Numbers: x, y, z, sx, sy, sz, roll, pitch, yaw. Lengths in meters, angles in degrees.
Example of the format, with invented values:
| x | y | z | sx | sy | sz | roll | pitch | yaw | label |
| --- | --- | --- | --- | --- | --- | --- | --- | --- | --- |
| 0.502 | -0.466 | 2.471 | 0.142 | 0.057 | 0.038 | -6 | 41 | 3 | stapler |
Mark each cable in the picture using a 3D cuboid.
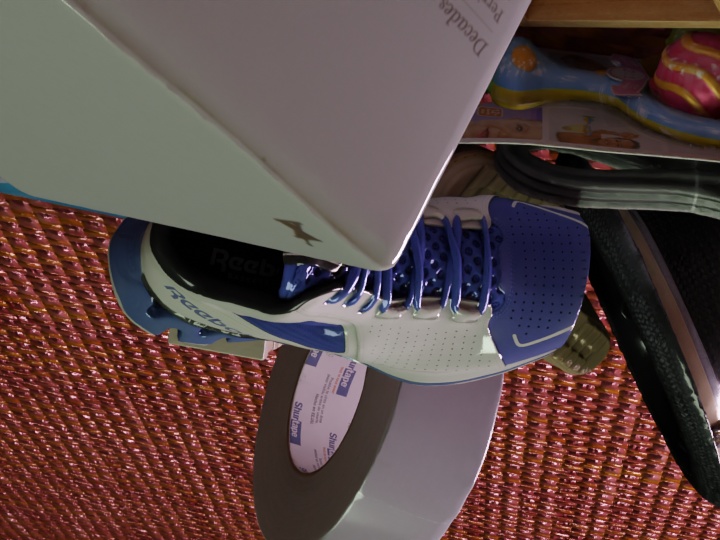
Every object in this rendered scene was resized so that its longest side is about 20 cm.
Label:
| x | y | z | sx | sy | sz | roll | pitch | yaw | label |
| --- | --- | --- | --- | --- | --- | --- | --- | --- | --- |
| 0.159 | -0.028 | 0.985 | 0.200 | 0.097 | 0.050 | -4 | 140 | -3 | cable |

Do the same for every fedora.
| x | y | z | sx | sy | sz | roll | pitch | yaw | label |
| --- | --- | --- | --- | --- | --- | --- | --- | --- | --- |
| 0.166 | 0.012 | 1.070 | 0.092 | 0.201 | 0.201 | -25 | 157 | 1 | fedora |

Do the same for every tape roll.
| x | y | z | sx | sy | sz | roll | pitch | yaw | label |
| --- | --- | --- | --- | --- | --- | --- | --- | --- | --- |
| 0.008 | 0.080 | 1.353 | 0.066 | 0.200 | 0.200 | 18 | 161 | -23 | tape roll |

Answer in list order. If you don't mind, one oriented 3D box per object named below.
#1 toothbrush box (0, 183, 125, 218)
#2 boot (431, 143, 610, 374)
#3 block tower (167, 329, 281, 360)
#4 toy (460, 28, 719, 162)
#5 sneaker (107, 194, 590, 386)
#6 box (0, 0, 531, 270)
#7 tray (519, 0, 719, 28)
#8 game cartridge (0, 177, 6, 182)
| x | y | z | sx | sy | sz | roll | pitch | yaw | label |
| --- | --- | --- | --- | --- | --- | --- | --- | --- | --- |
| -0.096 | -0.091 | 1.088 | 0.146 | 0.085 | 0.200 | 12 | 161 | -6 | toothbrush box |
| 0.036 | -0.035 | 1.104 | 0.166 | 0.072 | 0.200 | 46 | 178 | 35 | boot |
| -0.049 | 0.004 | 1.262 | 0.054 | 0.058 | 0.200 | 8 | -170 | 12 | block tower |
| 0.141 | -0.085 | 0.973 | 0.200 | 0.115 | 0.047 | 2 | 117 | 4 | toy |
| -0.001 | 0.000 | 0.920 | 0.199 | 0.081 | 0.115 | 4 | 172 | -8 | sneaker |
| -0.074 | -0.129 | 0.731 | 0.199 | 0.171 | 0.200 | 13 | 160 | 45 | box |
| 0.079 | -0.153 | 0.873 | 0.099 | 0.037 | 0.200 | 3 | 161 | 24 | tray |
| -0.086 | -0.103 | 0.957 | 0.200 | 0.133 | 0.042 | 1 | 161 | 4 | game cartridge |
